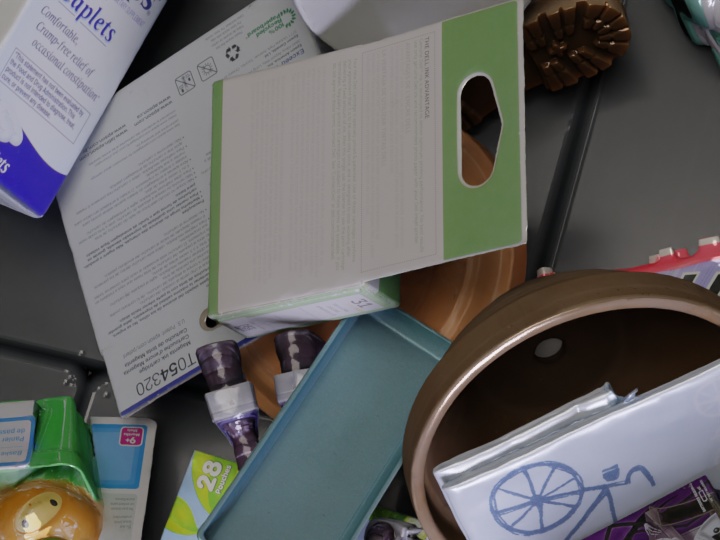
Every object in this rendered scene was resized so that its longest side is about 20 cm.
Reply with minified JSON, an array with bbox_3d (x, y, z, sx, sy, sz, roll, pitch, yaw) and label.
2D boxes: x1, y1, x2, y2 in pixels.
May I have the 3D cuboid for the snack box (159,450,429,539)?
[{"bbox_3d":[-0.045,0.220,1.329,0.169,0.068,0.200,16,73,18],"label":"snack box"}]

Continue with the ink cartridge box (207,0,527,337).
[{"bbox_3d":[0.010,-0.053,1.294,0.200,0.048,0.146,-12,66,28],"label":"ink cartridge box"}]

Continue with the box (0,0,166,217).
[{"bbox_3d":[-0.231,-0.159,1.457,0.184,0.105,0.200,21,77,36],"label":"box"}]

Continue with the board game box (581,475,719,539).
[{"bbox_3d":[0.156,0.199,1.179,0.120,0.032,0.200,-32,39,8],"label":"board game box"}]

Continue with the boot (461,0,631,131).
[{"bbox_3d":[0.059,-0.146,1.442,0.200,0.075,0.107,-19,48,12],"label":"boot"}]

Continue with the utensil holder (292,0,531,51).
[{"bbox_3d":[0.010,-0.235,1.386,0.170,0.170,0.200,-26,43,3],"label":"utensil holder"}]

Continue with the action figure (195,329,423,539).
[{"bbox_3d":[-0.034,0.132,1.290,0.130,0.069,0.200,-10,66,-2],"label":"action figure"}]

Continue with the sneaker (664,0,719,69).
[{"bbox_3d":[0.260,-0.168,1.399,0.140,0.078,0.200,-32,77,-2],"label":"sneaker"}]

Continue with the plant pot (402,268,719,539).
[{"bbox_3d":[0.112,0.067,1.280,0.201,0.201,0.093,-26,41,3],"label":"plant pot"}]

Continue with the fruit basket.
[{"bbox_3d":[-0.215,0.163,1.349,0.185,0.094,0.200,-5,44,11],"label":"fruit basket"}]

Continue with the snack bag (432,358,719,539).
[{"bbox_3d":[0.157,0.124,1.265,0.200,0.189,0.021,-25,40,3],"label":"snack bag"}]

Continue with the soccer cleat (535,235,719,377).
[{"bbox_3d":[0.163,0.027,1.358,0.200,0.067,0.077,-9,85,10],"label":"soccer cleat"}]

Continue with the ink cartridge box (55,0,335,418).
[{"bbox_3d":[-0.081,-0.038,1.403,0.196,0.043,0.200,-30,62,21],"label":"ink cartridge box"}]

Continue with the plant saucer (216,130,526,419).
[{"bbox_3d":[0.000,0.000,1.385,0.200,0.032,0.200,-10,69,27],"label":"plant saucer"}]

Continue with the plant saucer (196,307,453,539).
[{"bbox_3d":[-0.014,0.093,1.262,0.070,0.019,0.200,33,50,2],"label":"plant saucer"}]
